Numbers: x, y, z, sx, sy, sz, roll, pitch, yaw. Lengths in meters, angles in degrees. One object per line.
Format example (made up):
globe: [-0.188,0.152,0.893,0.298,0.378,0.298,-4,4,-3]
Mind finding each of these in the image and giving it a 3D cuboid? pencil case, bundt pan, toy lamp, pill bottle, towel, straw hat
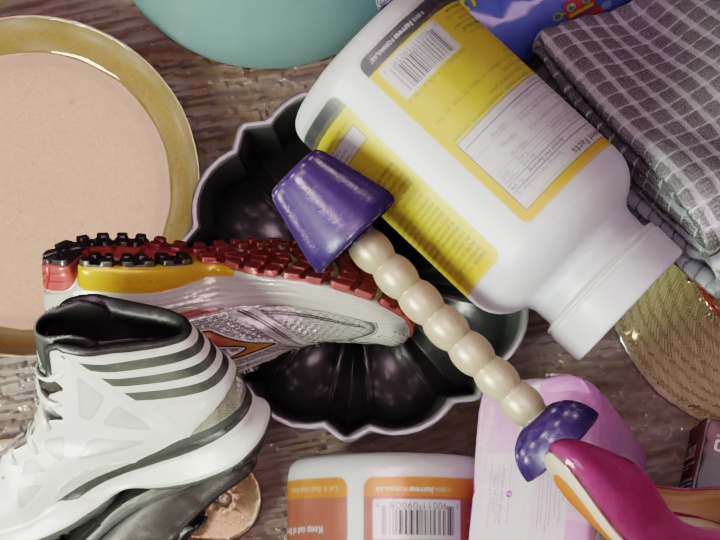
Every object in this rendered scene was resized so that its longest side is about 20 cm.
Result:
pencil case: [0.108,-0.173,1.417,0.200,0.078,0.087,-30,57,-3]
bundt pan: [0.000,0.000,1.391,0.202,0.076,0.202,0,81,0]
toy lamp: [0.034,0.020,1.263,0.058,0.058,0.200,-42,90,-6]
pill bottle: [0.070,-0.049,1.305,0.200,0.112,0.112,44,84,5]
pill bottle: [0.015,0.202,1.346,0.112,0.112,0.200,1,82,0]
towel: [0.205,-0.095,1.352,0.166,0.086,0.200,-32,46,-8]
straw hat: [0.234,-0.009,1.389,0.201,0.085,0.201,0,82,-1]

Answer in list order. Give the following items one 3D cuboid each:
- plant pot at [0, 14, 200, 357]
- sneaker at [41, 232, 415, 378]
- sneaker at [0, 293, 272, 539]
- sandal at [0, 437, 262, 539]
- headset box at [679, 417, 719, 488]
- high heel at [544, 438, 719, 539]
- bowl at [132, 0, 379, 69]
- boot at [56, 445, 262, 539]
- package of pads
plant pot: [-0.192,-0.048,1.423,0.200,0.027,0.200,0,82,1]
sneaker: [-0.071,0.027,1.323,0.200,0.078,0.082,2,106,-2]
sneaker: [-0.157,0.070,1.276,0.200,0.076,0.115,-21,121,19]
sandal: [-0.162,0.128,1.376,0.212,0.070,0.078,-3,82,0]
headset box: [0.243,0.177,1.367,0.149,0.077,0.200,12,81,2]
high heel: [0.172,0.114,1.256,0.096,0.067,0.200,-48,128,1]
bowl: [-0.054,-0.224,1.410,0.201,0.105,0.201,0,83,-1]
boot: [-0.109,0.190,1.349,0.200,0.069,0.174,-32,114,-1]
package of pads: [0.105,0.166,1.323,0.076,0.121,0.200,-4,67,24]
